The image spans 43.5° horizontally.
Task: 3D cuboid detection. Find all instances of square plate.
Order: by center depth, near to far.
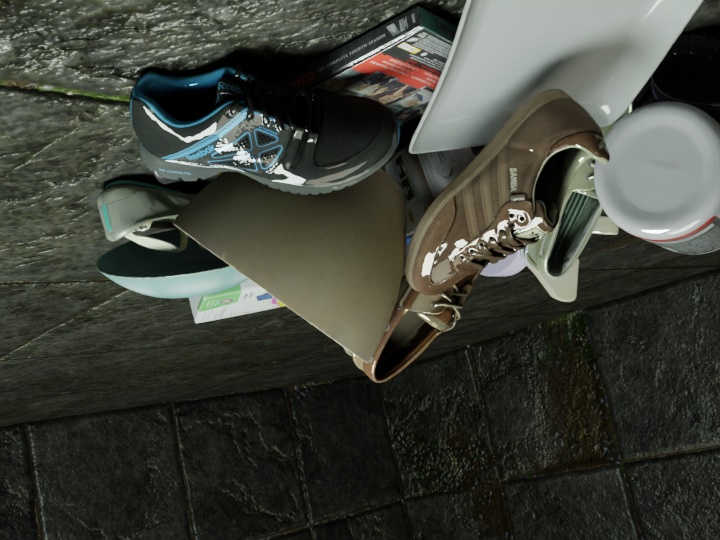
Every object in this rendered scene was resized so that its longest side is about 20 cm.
[{"bbox_3d":[0.144,-0.165,0.669,0.197,0.029,0.199,-10,155,-17],"label":"square plate"}]

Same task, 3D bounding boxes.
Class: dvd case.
[{"bbox_3d":[0.004,-0.144,0.732,0.198,0.022,0.145,-22,166,33],"label":"dvd case"}]

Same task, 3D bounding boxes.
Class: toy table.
[{"bbox_3d":[0.192,-0.060,1.012,0.115,0.186,0.200,1,-161,-14],"label":"toy table"}]

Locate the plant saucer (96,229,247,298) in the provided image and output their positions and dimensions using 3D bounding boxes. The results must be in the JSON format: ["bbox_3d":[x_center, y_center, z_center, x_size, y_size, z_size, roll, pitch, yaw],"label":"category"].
[{"bbox_3d":[-0.171,-0.007,0.939,0.198,0.039,0.201,-6,-162,2],"label":"plant saucer"}]

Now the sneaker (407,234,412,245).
[{"bbox_3d":[0.069,-0.056,1.041,0.077,0.085,0.200,-46,-172,-16],"label":"sneaker"}]

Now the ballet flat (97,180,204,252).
[{"bbox_3d":[-0.168,-0.049,0.895,0.067,0.065,0.199,-20,167,42],"label":"ballet flat"}]

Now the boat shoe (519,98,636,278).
[{"bbox_3d":[0.215,-0.085,0.859,0.071,0.202,0.062,11,-159,-23],"label":"boat shoe"}]

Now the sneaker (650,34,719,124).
[{"bbox_3d":[0.357,-0.149,0.800,0.198,0.076,0.087,26,179,18],"label":"sneaker"}]

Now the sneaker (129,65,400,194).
[{"bbox_3d":[-0.069,-0.104,0.653,0.197,0.074,0.082,-2,154,0],"label":"sneaker"}]

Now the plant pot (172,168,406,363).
[{"bbox_3d":[-0.038,-0.036,0.757,0.135,0.199,0.200,-55,168,-3],"label":"plant pot"}]

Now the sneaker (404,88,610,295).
[{"bbox_3d":[0.110,-0.044,0.707,0.070,0.076,0.201,9,125,-45],"label":"sneaker"}]

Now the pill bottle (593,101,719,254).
[{"bbox_3d":[0.296,-0.076,0.825,0.115,0.117,0.199,-19,165,29],"label":"pill bottle"}]

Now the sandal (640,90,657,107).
[{"bbox_3d":[0.321,-0.160,0.916,0.058,0.079,0.201,-53,-178,-29],"label":"sandal"}]

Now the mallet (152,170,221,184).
[{"bbox_3d":[-0.116,-0.096,0.813,0.065,0.042,0.200,-18,173,17],"label":"mallet"}]

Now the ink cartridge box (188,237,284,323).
[{"bbox_3d":[-0.112,-0.006,1.115,0.197,0.089,0.145,-12,169,-18],"label":"ink cartridge box"}]

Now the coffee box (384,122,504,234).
[{"bbox_3d":[0.112,-0.103,0.851,0.113,0.081,0.200,-16,174,-17],"label":"coffee box"}]

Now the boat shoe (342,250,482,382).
[{"bbox_3d":[0.066,0.023,0.813,0.075,0.072,0.200,27,112,-38],"label":"boat shoe"}]

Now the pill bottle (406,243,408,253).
[{"bbox_3d":[0.000,0.000,0.951,0.113,0.116,0.201,-11,-151,-7],"label":"pill bottle"}]
